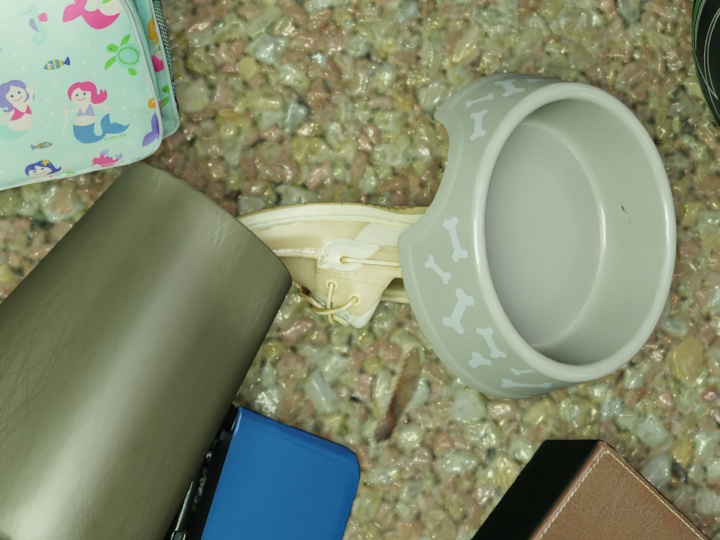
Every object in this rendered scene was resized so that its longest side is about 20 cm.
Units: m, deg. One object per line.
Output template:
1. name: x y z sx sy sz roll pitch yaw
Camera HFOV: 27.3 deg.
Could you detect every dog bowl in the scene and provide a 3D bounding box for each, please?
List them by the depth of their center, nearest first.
1. dog bowl: 0.115 -0.022 0.899 0.198 0.058 0.203 1 88 -37

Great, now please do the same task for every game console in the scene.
1. game console: -0.117 0.176 0.887 0.169 0.118 0.203 13 78 22

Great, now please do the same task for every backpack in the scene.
1. backpack: -0.192 -0.147 0.805 0.175 0.151 0.202 -12 125 -10

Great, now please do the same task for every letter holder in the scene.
1. letter holder: 0.120 0.224 0.887 0.142 0.101 0.201 41 77 -6

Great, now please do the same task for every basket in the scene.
1. basket: -0.137 0.054 0.797 0.179 0.136 0.201 25 74 34

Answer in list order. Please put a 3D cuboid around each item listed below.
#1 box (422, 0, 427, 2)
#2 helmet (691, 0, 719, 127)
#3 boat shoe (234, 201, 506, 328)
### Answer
1. box: -0.031 -0.246 0.935 0.197 0.068 0.083 17 80 -8
2. helmet: 0.299 -0.153 0.929 0.197 0.192 0.202 3 48 -3
3. boat shoe: 0.000 0.000 0.905 0.197 0.074 0.070 -2 77 -12
